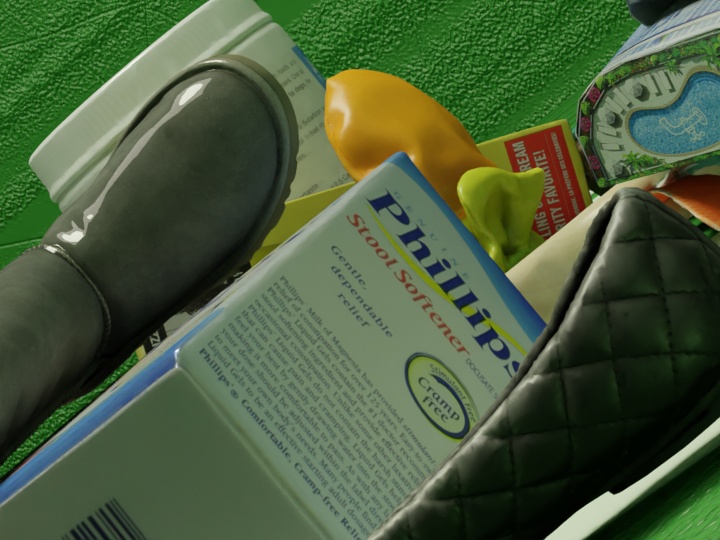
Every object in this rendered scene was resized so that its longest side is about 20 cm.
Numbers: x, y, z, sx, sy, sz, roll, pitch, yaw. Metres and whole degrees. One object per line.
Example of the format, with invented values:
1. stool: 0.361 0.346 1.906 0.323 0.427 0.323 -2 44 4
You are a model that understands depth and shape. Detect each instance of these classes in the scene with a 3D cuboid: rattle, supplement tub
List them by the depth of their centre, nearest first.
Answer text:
1. rattle: 0.075 -0.050 1.054 0.130 0.144 0.200 -21 -8 -12
2. supplement tub: -0.039 -0.012 1.268 0.132 0.200 0.132 -39 2 2

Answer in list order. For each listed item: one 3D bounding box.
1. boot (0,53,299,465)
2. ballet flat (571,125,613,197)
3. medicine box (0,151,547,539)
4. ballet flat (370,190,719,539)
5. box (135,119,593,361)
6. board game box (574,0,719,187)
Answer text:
1. boot: -0.112 0.015 0.971 0.182 0.072 0.200 -54 -10 22
2. ballet flat: 0.133 -0.068 1.150 0.071 0.065 0.200 -48 -4 -12
3. medicine box: -0.048 0.076 0.960 0.182 0.103 0.200 -38 3 30
4. ballet flat: 0.011 0.059 0.696 0.200 0.057 0.066 -39 1 3
5. box: 0.000 0.000 1.177 0.199 0.076 0.050 -16 0 -9
6. board game box: 0.164 -0.098 0.941 0.199 0.062 0.200 -16 22 42
